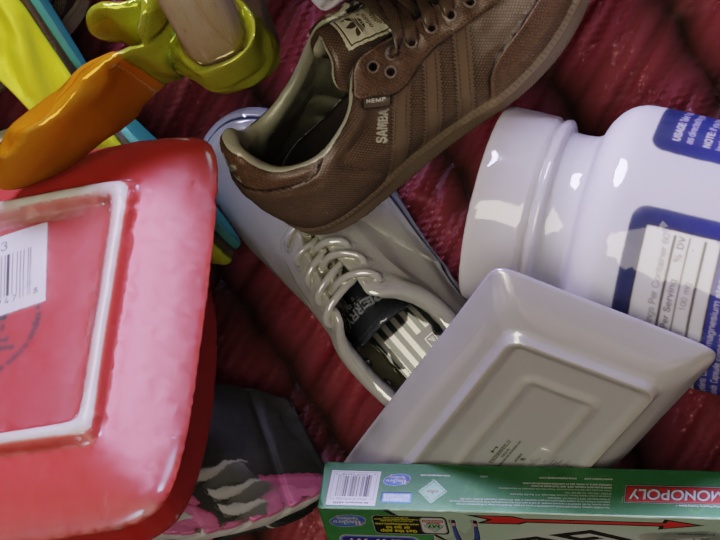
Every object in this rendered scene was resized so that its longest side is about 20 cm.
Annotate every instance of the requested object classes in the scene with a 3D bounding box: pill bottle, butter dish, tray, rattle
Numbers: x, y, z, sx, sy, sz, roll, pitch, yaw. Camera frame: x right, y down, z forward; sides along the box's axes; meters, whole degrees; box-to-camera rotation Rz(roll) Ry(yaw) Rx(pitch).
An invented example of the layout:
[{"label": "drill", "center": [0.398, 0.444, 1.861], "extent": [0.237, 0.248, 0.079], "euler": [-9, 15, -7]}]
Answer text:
[{"label": "pill bottle", "center": [0.151, -0.008, 1.181], "extent": [0.199, 0.120, 0.120], "euler": [15, 101, 11]}, {"label": "butter dish", "center": [-0.137, 0.061, 1.190], "extent": [0.199, 0.148, 0.200], "euler": [-10, 54, 21]}, {"label": "tray", "center": [0.066, 0.076, 1.189], "extent": [0.107, 0.022, 0.200], "euler": [20, 141, -12]}, {"label": "rattle", "center": [-0.122, -0.159, 1.160], "extent": [0.143, 0.130, 0.200], "euler": [-20, 102, 26]}]

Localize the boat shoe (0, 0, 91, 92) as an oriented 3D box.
[{"label": "boat shoe", "center": [-0.209, -0.090, 1.253], "extent": [0.200, 0.065, 0.072], "euler": [-44, 75, -8]}]

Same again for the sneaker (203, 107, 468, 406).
[{"label": "sneaker", "center": [0.000, 0.000, 1.243], "extent": [0.200, 0.071, 0.073], "euler": [43, 105, 5]}]

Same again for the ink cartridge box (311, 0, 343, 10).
[{"label": "ink cartridge box", "center": [-0.032, -0.224, 1.140], "extent": [0.200, 0.162, 0.050], "euler": [43, 141, 6]}]

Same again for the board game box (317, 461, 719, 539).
[{"label": "board game box", "center": [0.090, 0.140, 1.221], "extent": [0.199, 0.029, 0.135], "euler": [0, 139, 14]}]

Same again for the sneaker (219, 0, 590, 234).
[{"label": "sneaker", "center": [0.023, -0.096, 1.171], "extent": [0.200, 0.075, 0.070], "euler": [-47, 52, 11]}]

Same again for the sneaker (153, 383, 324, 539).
[{"label": "sneaker", "center": [-0.112, 0.116, 1.290], "extent": [0.199, 0.086, 0.081], "euler": [-11, 62, -2]}]

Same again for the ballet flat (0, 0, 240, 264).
[{"label": "ballet flat", "center": [-0.138, -0.067, 1.226], "extent": [0.067, 0.067, 0.200], "euler": [-36, 112, 3]}]
